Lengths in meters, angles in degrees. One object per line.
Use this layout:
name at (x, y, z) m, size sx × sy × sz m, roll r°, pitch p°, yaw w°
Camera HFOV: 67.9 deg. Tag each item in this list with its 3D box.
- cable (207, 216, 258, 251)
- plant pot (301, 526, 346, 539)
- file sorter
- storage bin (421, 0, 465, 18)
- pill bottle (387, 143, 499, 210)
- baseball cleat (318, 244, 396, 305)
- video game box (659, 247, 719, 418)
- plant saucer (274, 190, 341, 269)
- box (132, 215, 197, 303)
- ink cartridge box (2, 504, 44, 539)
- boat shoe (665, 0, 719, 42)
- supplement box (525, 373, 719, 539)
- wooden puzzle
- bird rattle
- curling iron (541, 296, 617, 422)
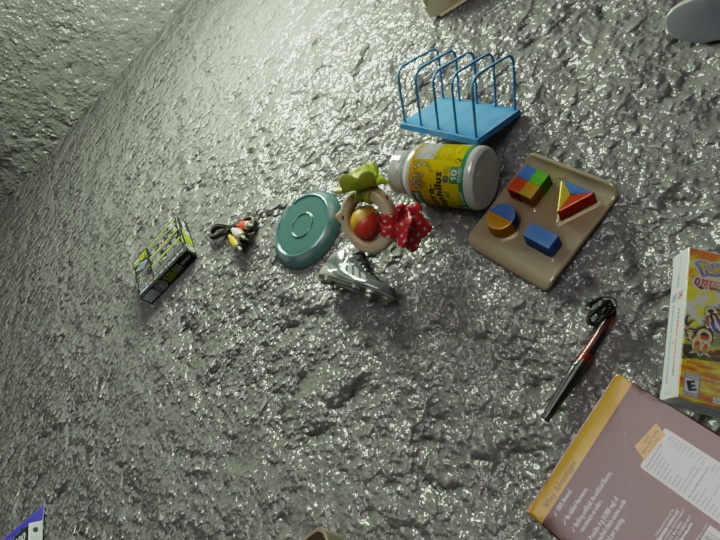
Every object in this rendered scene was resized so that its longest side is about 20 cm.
cable at (-0.335, -0.111, 1.381) m, size 0.197 × 0.050 × 0.099 m, roll 19°, pitch 78°, yaw 41°
plant pot at (-0.041, 0.509, 0.740) m, size 0.199 × 0.176 × 0.201 m, roll -41°, pitch 49°, yaw 11°
file sorter at (0.184, -0.342, 1.027) m, size 0.138 × 0.125 × 0.198 m, roll -37°, pitch 42°, yaw -26°
storage bin at (0.221, -0.735, 1.262) m, size 0.195 × 0.093 × 0.204 m, roll -21°, pitch 56°, yaw 27°
pill bottle at (0.150, -0.180, 1.007) m, size 0.197 × 0.112 × 0.115 m, roll 14°, pitch 75°, yaw 40°
baseball cleat at (0.000, 0.000, 1.056) m, size 0.197 × 0.070 × 0.108 m, roll 16°, pitch 70°, yaw 37°
video game box at (0.461, 0.085, 0.614) m, size 0.195 × 0.047 × 0.186 m, roll 14°, pitch 70°, yaw 8°
plant saucer at (-0.129, -0.100, 1.236) m, size 0.197 × 0.027 × 0.204 m, roll -18°, pitch 57°, yaw 29°
box at (-0.557, -0.032, 1.514) m, size 0.200 × 0.044 × 0.161 m, roll -43°, pitch 48°, yaw 10°
ink cartridge box at (-0.876, 0.734, 1.350) m, size 0.197 × 0.043 × 0.202 m, roll -40°, pitch 48°, yaw 14°
boat shoe at (0.592, -0.415, 0.837) m, size 0.197 × 0.072 × 0.070 m, roll 2°, pitch 40°, yaw 42°
supplement box at (0.340, 0.270, 0.608) m, size 0.199 × 0.132 × 0.199 m, roll 34°, pitch 89°, yaw 43°
wooden puzzle at (0.295, -0.094, 0.896) m, size 0.185 × 0.046 × 0.202 m, roll 37°, pitch 91°, yaw 43°
bird rattle at (0.033, -0.106, 1.031) m, size 0.163 × 0.200 × 0.113 m, roll -45°, pitch -1°, yaw 40°
curling iron at (0.313, 0.126, 0.774) m, size 0.049 × 0.026 × 0.203 m, roll 28°, pitch 88°, yaw 5°
